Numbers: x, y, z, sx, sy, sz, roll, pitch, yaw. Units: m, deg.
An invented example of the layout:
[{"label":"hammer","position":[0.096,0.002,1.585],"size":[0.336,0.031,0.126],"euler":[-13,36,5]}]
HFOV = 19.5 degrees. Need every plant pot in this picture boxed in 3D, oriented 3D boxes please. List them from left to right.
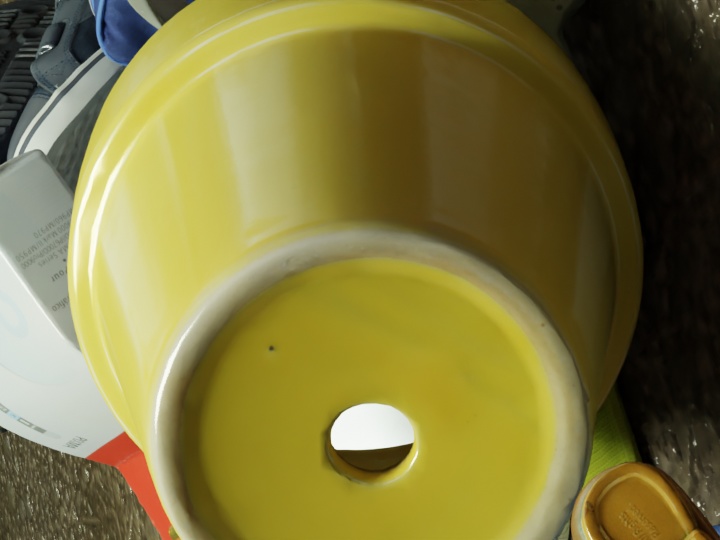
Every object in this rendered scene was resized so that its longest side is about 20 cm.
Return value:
[{"label":"plant pot","position":[0.000,0.016,0.678],"size":[0.189,0.198,0.203],"euler":[-95,4,-68]}]

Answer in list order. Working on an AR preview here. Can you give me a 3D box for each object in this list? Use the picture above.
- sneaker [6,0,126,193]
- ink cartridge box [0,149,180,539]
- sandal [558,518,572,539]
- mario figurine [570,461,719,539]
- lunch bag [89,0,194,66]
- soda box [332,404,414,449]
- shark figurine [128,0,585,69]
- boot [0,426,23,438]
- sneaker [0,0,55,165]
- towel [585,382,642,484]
[{"label":"sneaker","position":[-0.115,-0.100,0.982],"size":[0.079,0.200,0.079],"euler":[24,137,20]},{"label":"ink cartridge box","position":[-0.120,0.059,0.922],"size":[0.201,0.047,0.160],"euler":[56,153,0]},{"label":"sandal","position":[0.103,0.182,0.756],"size":[0.201,0.081,0.055],"euler":[60,-172,21]},{"label":"mario figurine","position":[0.101,0.097,0.635],"size":[0.201,0.122,0.107],"euler":[80,-154,-59]},{"label":"lunch bag","position":[-0.053,-0.187,0.883],"size":[0.201,0.135,0.133],"euler":[105,147,-44]},{"label":"soda box","position":[0.000,0.000,0.879],"size":[0.068,0.064,0.202],"euler":[-24,74,25]},{"label":"shark figurine","position":[0.016,-0.104,0.797],"size":[0.129,0.213,0.090],"euler":[61,-148,-33]},{"label":"boot","position":[-0.104,-0.005,1.038],"size":[0.201,0.167,0.077],"euler":[101,148,-41]},{"label":"sneaker","position":[-0.174,-0.056,1.001],"size":[0.200,0.069,0.083],"euler":[-62,-30,-54]},{"label":"towel","position":[0.068,0.023,0.825],"size":[0.086,0.018,0.202],"euler":[127,130,-62]}]
